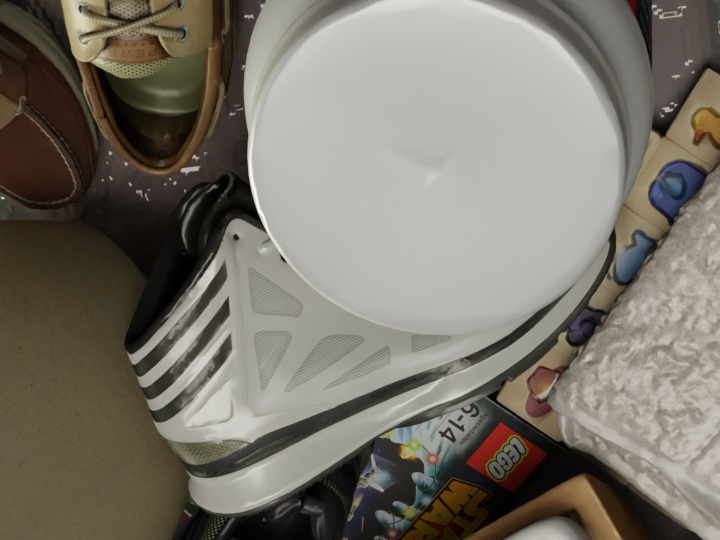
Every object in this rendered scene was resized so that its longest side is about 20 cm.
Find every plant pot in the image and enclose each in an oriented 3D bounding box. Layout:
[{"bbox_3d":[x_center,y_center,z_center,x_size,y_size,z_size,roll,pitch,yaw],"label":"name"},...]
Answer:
[{"bbox_3d":[-0.139,0.058,0.996,0.134,0.200,0.201,-37,113,-15],"label":"plant pot"}]

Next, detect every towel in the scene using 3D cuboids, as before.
[{"bbox_3d":[0.175,0.018,0.955,0.132,0.034,0.201,35,108,6],"label":"towel"}]

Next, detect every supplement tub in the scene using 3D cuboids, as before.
[{"bbox_3d":[0.035,-0.080,0.865,0.139,0.200,0.141,3,119,5],"label":"supplement tub"}]

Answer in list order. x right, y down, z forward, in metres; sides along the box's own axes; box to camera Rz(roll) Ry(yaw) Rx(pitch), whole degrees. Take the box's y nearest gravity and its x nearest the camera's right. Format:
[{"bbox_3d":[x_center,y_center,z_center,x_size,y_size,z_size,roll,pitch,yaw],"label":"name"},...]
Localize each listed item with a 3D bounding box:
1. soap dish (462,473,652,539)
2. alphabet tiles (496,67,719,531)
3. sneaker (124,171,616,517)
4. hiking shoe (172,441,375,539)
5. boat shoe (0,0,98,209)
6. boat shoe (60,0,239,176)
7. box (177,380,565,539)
[{"bbox_3d":[0.089,0.200,0.997,0.157,0.081,0.201,-34,84,29],"label":"soap dish"},{"bbox_3d":[0.152,0.022,0.984,0.199,0.006,0.167,33,108,7],"label":"alphabet tiles"},{"bbox_3d":[0.000,0.000,0.936,0.200,0.076,0.116,-32,117,-8],"label":"sneaker"},{"bbox_3d":[-0.059,0.145,1.019,0.075,0.101,0.201,22,118,-3],"label":"hiking shoe"},{"bbox_3d":[-0.174,-0.080,0.948,0.075,0.072,0.200,-15,138,27],"label":"boat shoe"},{"bbox_3d":[-0.078,-0.107,0.899,0.075,0.074,0.200,-2,149,5],"label":"boat shoe"},{"bbox_3d":[-0.021,0.099,1.070,0.137,0.040,0.200,33,117,-12],"label":"box"}]
